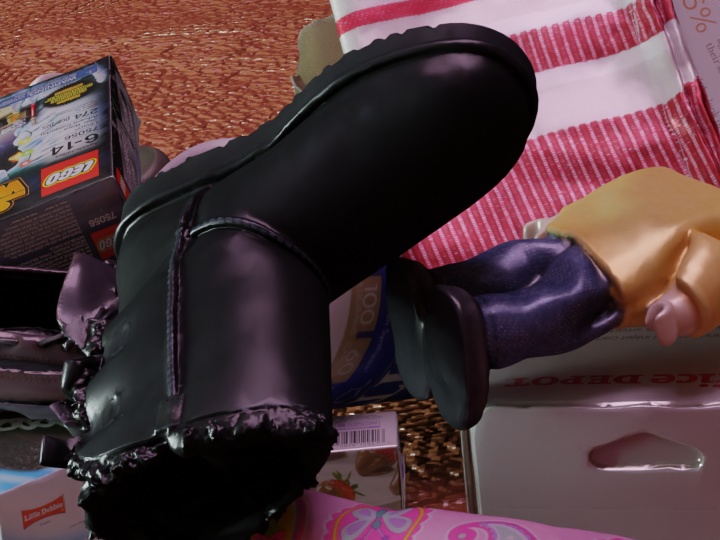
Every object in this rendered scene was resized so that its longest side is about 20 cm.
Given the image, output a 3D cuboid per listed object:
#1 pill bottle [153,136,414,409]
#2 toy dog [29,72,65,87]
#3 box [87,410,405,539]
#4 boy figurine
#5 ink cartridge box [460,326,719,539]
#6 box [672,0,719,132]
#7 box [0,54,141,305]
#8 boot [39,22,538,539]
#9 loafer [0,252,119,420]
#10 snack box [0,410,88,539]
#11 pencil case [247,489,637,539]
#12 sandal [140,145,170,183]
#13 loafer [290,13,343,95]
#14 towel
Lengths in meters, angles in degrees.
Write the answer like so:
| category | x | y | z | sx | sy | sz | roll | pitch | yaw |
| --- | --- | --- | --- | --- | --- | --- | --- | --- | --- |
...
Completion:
| category | x | y | z | sx | sy | sz | roll | pitch | yaw |
| --- | --- | --- | --- | --- | --- | --- | --- | --- | --- |
| pill bottle | 0.000 | 0.000 | 1.280 | 0.119 | 0.121 | 0.199 | 10 | 9 | 36 |
| toy dog | -0.095 | -0.001 | 1.370 | 0.199 | 0.096 | 0.133 | 16 | 50 | -28 |
| box | -0.080 | 0.091 | 1.201 | 0.198 | 0.039 | 0.041 | -5 | 19 | 1 |
| boy figurine | 0.108 | -0.001 | 1.117 | 0.199 | 0.065 | 0.124 | -16 | 22 | -23 |
| ink cartridge box | 0.130 | 0.054 | 1.178 | 0.144 | 0.088 | 0.200 | -2 | 18 | 14 |
| box | 0.185 | -0.119 | 1.307 | 0.199 | 0.153 | 0.106 | -24 | -12 | -5 |
| box | -0.190 | -0.018 | 1.231 | 0.199 | 0.040 | 0.137 | -21 | 26 | 4 |
| boot | -0.023 | 0.010 | 1.035 | 0.197 | 0.073 | 0.163 | -25 | 35 | 23 |
| loafer | -0.126 | 0.021 | 1.140 | 0.198 | 0.063 | 0.072 | -4 | 22 | 2 |
| snack box | -0.153 | 0.060 | 1.189 | 0.116 | 0.037 | 0.199 | -21 | 26 | -34 |
| pencil case | 0.029 | 0.125 | 1.015 | 0.199 | 0.088 | 0.087 | 8 | 23 | 31 |
| sandal | -0.181 | -0.034 | 1.547 | 0.199 | 0.055 | 0.081 | -28 | 29 | -35 |
| loafer | -0.001 | -0.093 | 1.402 | 0.076 | 0.068 | 0.200 | -14 | 6 | -6 |
| towel | 0.069 | -0.082 | 1.217 | 0.143 | 0.201 | 0.023 | -15 | -25 | 1 |
